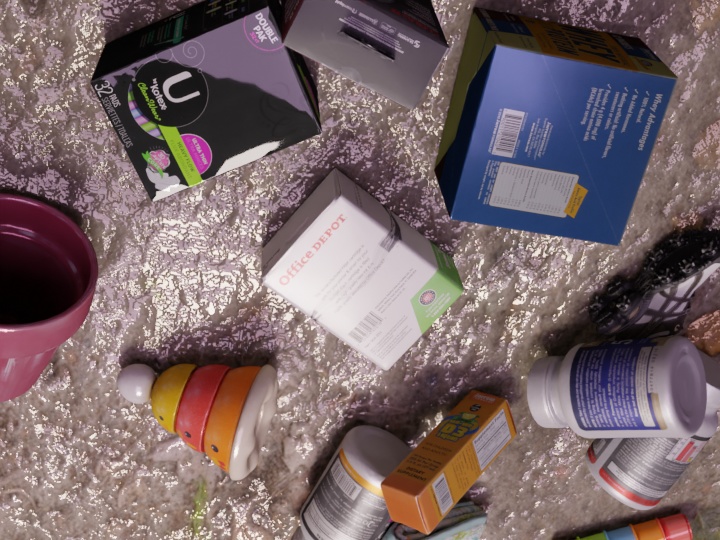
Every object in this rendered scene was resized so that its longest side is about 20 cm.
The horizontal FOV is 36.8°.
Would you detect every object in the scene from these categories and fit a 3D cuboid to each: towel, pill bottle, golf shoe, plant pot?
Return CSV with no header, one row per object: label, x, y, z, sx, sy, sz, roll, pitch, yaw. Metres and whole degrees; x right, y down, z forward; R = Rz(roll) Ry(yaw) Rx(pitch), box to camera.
towel,0.078,0.403,1.485,0.198,0.048,0.173,-1,126,-44
pill bottle,0.393,0.203,1.415,0.115,0.116,0.201,23,115,-17
pill bottle,0.312,0.147,1.337,0.198,0.120,0.120,-8,126,39
golf shoe,0.383,0.026,1.345,0.199,0.078,0.094,-37,121,26
plant pot,-0.409,0.046,1.222,0.197,0.202,0.180,16,132,-13
pill bottle,-0.012,0.315,1.440,0.115,0.117,0.201,22,115,-17

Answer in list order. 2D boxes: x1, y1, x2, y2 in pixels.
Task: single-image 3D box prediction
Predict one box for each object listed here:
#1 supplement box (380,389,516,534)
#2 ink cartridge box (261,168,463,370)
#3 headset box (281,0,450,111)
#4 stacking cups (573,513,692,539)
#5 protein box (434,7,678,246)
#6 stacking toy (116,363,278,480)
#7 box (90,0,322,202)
supplement box,0.114,0.238,1.372,0.199,0.066,0.070,-38,123,-36
ink cartridge box,0.000,0.000,1.284,0.199,0.084,0.146,37,110,-22
headset box,0.000,-0.250,1.079,0.147,0.201,0.078,24,115,-16
stacking cups,0.374,0.390,1.555,0.197,0.061,0.061,-19,119,1
protein box,0.205,-0.157,1.187,0.197,0.135,0.201,8,118,-9
stacking toy,-0.210,0.165,1.353,0.197,0.146,0.148,16,118,7
box,-0.157,-0.192,1.140,0.197,0.125,0.150,-21,119,6
